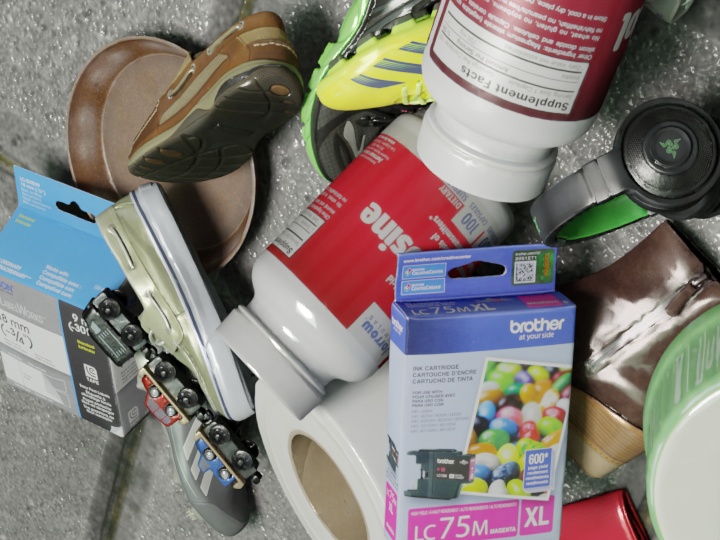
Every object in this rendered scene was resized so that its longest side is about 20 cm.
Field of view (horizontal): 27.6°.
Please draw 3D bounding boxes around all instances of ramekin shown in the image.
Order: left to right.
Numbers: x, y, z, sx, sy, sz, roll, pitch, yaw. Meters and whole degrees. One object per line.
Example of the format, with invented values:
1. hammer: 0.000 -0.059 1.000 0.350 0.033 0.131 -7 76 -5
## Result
1. ramekin: 0.268 0.120 0.898 0.197 0.098 0.203 6 112 16

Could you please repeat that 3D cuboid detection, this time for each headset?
1. headset: 0.193 -0.080 0.904 0.198 0.123 0.095 -26 77 23

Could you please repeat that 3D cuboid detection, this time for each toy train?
1. toy train: -0.152 0.100 1.178 0.046 0.034 0.200 -39 97 15

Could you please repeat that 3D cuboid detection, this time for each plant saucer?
1. plant saucer: -0.156 -0.092 1.189 0.198 0.034 0.203 12 113 30

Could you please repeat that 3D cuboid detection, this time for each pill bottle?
1. pill bottle: 0.000 0.000 0.992 0.112 0.112 0.200 44 85 13
2. pill bottle: 0.101 -0.147 0.849 0.112 0.113 0.202 32 124 21

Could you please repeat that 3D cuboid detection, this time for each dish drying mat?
1. dish drying mat: 0.134 0.225 1.116 0.199 0.018 0.078 -26 91 39

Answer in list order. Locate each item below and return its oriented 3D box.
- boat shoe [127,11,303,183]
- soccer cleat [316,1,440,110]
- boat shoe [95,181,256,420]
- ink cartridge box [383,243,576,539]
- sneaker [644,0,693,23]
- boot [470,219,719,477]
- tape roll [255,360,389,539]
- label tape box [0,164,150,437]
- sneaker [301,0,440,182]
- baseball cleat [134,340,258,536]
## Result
1. boat shoe: -0.106 -0.125 1.084 0.199 0.075 0.075 -27 59 47
2. soccer cleat: 0.069 -0.134 0.946 0.198 0.065 0.085 -20 96 4
3. boat shoe: -0.143 0.031 1.154 0.061 0.072 0.202 -26 83 1
4. ink cartridge box: 0.078 0.086 0.961 0.042 0.118 0.203 -136 45 -69
5. sneaker: 0.163 -0.206 0.894 0.198 0.075 0.101 20 117 28
6. boot: 0.157 0.023 1.007 0.200 0.072 0.167 46 115 14
7. tape roll: 0.003 0.150 1.092 0.202 0.070 0.204 45 151 33
8. label tape box: -0.251 0.027 1.254 0.143 0.063 0.202 19 132 28
9. sneaker: 0.020 -0.136 1.022 0.084 0.076 0.201 39 126 21
10. baseball cleat: -0.119 0.129 1.225 0.105 0.070 0.202 -18 108 20
